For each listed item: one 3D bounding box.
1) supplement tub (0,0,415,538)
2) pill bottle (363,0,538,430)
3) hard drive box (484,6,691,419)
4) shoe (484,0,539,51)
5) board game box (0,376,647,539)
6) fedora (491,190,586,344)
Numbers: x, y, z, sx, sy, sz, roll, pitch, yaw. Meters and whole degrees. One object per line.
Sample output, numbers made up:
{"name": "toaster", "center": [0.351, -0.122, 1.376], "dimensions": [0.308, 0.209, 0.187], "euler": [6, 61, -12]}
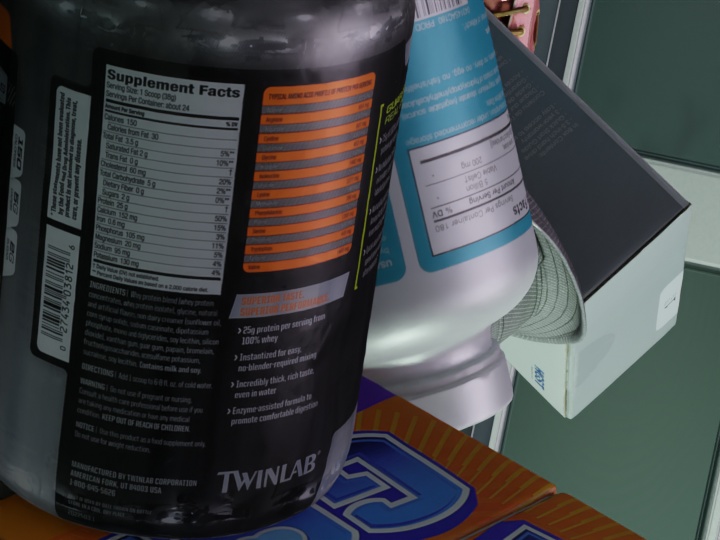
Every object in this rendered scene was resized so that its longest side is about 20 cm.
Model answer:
{"name": "supplement tub", "center": [-0.051, -0.034, 0.724], "dimensions": [0.123, 0.122, 0.201], "euler": [-61, 162, -64]}
{"name": "pill bottle", "center": [0.000, -0.042, 0.892], "dimensions": [0.111, 0.110, 0.201], "euler": [-50, 128, -73]}
{"name": "hard drive box", "center": [0.057, -0.044, 1.164], "dimensions": [0.077, 0.200, 0.156], "euler": [-40, 162, -11]}
{"name": "shoe", "center": [0.089, -0.167, 1.722], "dimensions": [0.091, 0.071, 0.201], "euler": [90, 9, -52]}
{"name": "board game box", "center": [-0.015, 0.181, 0.760], "dimensions": [0.199, 0.199, 0.201], "euler": [-20, 128, -44]}
{"name": "fedora", "center": [0.000, 0.000, 1.032], "dimensions": [0.090, 0.176, 0.200], "euler": [-53, 153, -20]}
